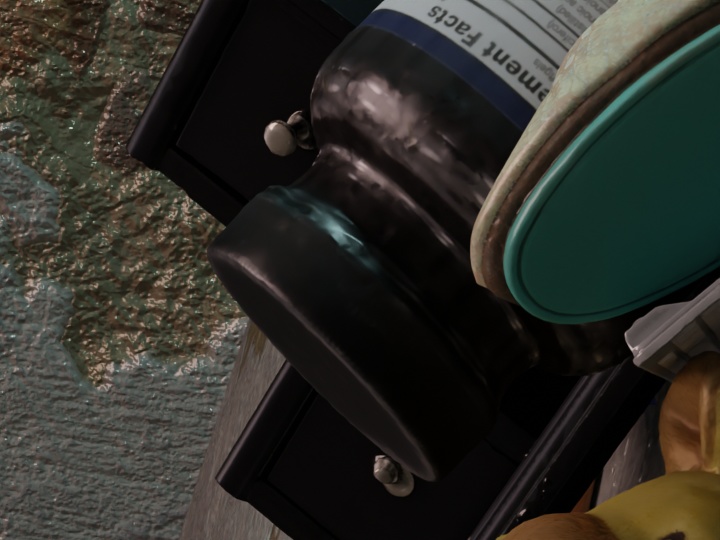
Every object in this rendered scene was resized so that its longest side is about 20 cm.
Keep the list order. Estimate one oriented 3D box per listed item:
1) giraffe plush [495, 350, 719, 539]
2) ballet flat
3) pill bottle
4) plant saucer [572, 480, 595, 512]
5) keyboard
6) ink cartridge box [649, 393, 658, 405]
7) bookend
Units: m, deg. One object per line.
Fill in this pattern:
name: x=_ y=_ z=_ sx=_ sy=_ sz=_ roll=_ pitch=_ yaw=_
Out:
giraffe plush: x=0.056 y=0.117 z=0.638 sx=0.200 sy=0.173 sz=0.162 roll=-28 pitch=-20 yaw=-46
ballet flat: x=0.103 y=-0.064 z=0.613 sx=0.200 sy=0.067 sz=0.062 roll=-39 pitch=35 yaw=6
pill bottle: x=0.059 y=-0.045 z=0.691 sx=0.200 sy=0.112 sz=0.112 roll=-45 pitch=2 yaw=-9
plant saucer: x=0.053 y=0.106 z=1.088 sx=0.200 sy=0.037 sz=0.201 roll=-165 pitch=90 yaw=-84
keyboard: x=0.098 y=0.008 z=0.679 sx=0.056 sy=0.011 sz=0.200 roll=-34 pitch=-8 yaw=6
ink cartridge box: x=0.060 y=-0.034 z=0.993 sx=0.044 sy=0.094 sz=0.201 roll=70 pitch=-162 yaw=-46
bookend: x=0.000 y=0.000 z=0.857 sx=0.092 sy=0.200 sz=0.199 roll=-36 pitch=-18 yaw=-54
